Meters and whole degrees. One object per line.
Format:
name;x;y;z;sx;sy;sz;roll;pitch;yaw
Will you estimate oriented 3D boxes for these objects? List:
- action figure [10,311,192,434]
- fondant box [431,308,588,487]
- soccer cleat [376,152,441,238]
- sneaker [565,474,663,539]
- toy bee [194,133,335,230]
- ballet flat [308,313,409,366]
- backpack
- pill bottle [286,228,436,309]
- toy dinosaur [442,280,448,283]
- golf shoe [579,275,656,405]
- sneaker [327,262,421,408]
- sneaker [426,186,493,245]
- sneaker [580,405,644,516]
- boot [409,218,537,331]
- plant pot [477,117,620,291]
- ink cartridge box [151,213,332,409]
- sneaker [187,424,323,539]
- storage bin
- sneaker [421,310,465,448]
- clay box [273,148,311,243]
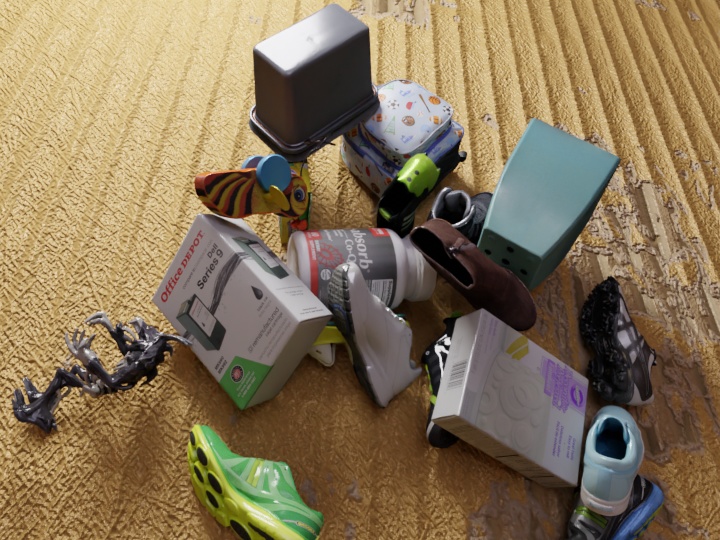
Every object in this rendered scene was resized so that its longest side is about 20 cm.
action figure;-0.306;0.105;0.700;0.197;0.119;0.104;-29;97;-10
fondant box;0.195;0.163;0.751;0.198;0.058;0.147;33;58;-19
soccer cleat;0.051;-0.092;0.859;0.068;0.201;0.081;45;61;10
sneaker;0.281;0.311;0.722;0.197;0.072;0.082;-28;42;-23
toy bee;-0.108;-0.098;0.770;0.195;0.112;0.131;-17;17;-11
ballet flat;-0.024;0.096;0.807;0.194;0.067;0.069;-1;83;-13
backpack;0.057;-0.217;0.984;0.189;0.156;0.199;34;59;26
pill bottle;0.000;0.000;0.837;0.194;0.117;0.118;-3;56;-18
toy dinosaur;0.203;-0.001;0.918;0.195;0.078;0.103;-17;48;-16
golf shoe;0.383;0.107;0.877;0.093;0.078;0.204;22;55;-16
sneaker;0.018;0.074;0.759;0.086;0.204;0.074;-28;27;-16
sneaker;0.166;-0.087;0.927;0.075;0.115;0.199;36;58;22
sneaker;0.320;0.210;0.738;0.072;0.084;0.200;11;23;21
boot;0.143;0.015;0.748;0.200;0.073;0.166;44;15;7
plant pot;0.252;-0.079;0.854;0.139;0.143;0.201;29;61;17
ink cartridge box;-0.155;0.047;0.753;0.200;0.147;0.084;43;20;19
sneaker;-0.125;0.253;0.684;0.198;0.075;0.083;38;33;18
storage bin;-0.073;-0.287;0.860;0.199;0.136;0.145;-37;65;-24
sneaker;0.118;0.145;0.809;0.081;0.072;0.202;5;51;33
clay box;-0.106;-0.136;0.912;0.046;0.116;0.204;-2;56;-11
